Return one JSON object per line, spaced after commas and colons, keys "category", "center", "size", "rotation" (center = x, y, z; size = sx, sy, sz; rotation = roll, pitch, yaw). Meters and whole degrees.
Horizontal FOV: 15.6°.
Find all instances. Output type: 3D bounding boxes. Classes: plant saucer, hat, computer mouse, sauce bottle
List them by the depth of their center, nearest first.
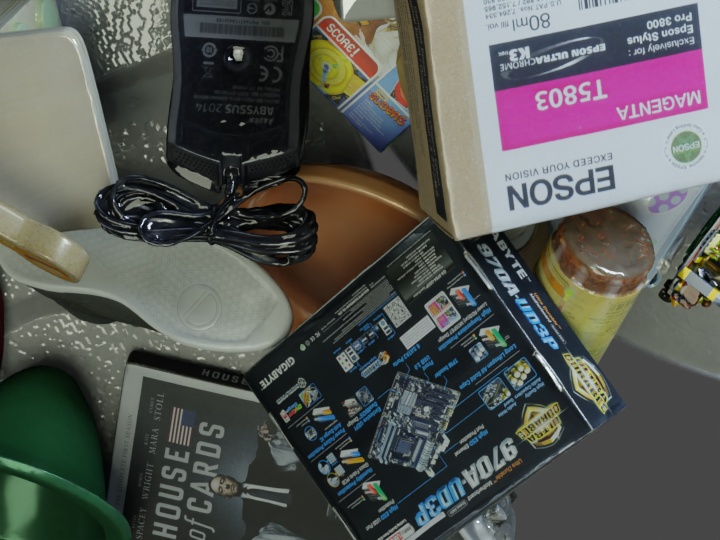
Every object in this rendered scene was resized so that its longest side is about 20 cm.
{"category": "computer mouse", "center": [-0.080, -0.106, 1.587], "size": [0.138, 0.053, 0.201], "rotation": [8, 84, 4]}
{"category": "sauce bottle", "center": [0.117, 0.044, 1.605], "size": [0.066, 0.066, 0.200], "rotation": [23, 134, -1]}
{"category": "plant saucer", "center": [0.000, 0.000, 1.663], "size": [0.199, 0.038, 0.201], "rotation": [16, 143, 12]}
{"category": "hat", "center": [-0.211, 0.080, 1.782], "size": [0.165, 0.177, 0.200], "rotation": [14, 155, 4]}

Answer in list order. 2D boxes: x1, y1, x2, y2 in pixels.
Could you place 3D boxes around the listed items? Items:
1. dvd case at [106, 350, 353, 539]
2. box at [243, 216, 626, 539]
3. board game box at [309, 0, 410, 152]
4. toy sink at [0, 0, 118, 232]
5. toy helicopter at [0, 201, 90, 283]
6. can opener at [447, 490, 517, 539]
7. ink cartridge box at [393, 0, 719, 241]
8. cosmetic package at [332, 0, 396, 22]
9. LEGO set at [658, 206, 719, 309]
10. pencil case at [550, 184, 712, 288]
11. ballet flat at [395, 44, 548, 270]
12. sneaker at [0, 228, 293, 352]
{"category": "dvd case", "center": [-0.072, 0.144, 1.784], "size": [0.199, 0.025, 0.151], "rotation": [12, 115, 3]}
{"category": "box", "center": [0.040, 0.073, 1.583], "size": [0.200, 0.046, 0.159], "rotation": [-41, 81, 36]}
{"category": "board game box", "center": [-0.007, -0.188, 1.616], "size": [0.135, 0.034, 0.200], "rotation": [-39, 103, 23]}
{"category": "toy sink", "center": [-0.239, -0.100, 1.654], "size": [0.199, 0.112, 0.131], "rotation": [-5, 113, 17]}
{"category": "toy helicopter", "center": [-0.253, -0.047, 1.566], "size": [0.199, 0.132, 0.079], "rotation": [31, 76, -9]}
{"category": "can opener", "center": [0.040, 0.123, 1.716], "size": [0.067, 0.053, 0.200], "rotation": [-10, 130, 37]}
{"category": "ink cartridge box", "center": [0.126, -0.120, 1.476], "size": [0.199, 0.075, 0.166], "rotation": [-13, 108, -11]}
{"category": "cosmetic package", "center": [0.079, -0.212, 1.536], "size": [0.199, 0.085, 0.108], "rotation": [-5, 106, -4]}
{"category": "LEGO set", "center": [0.284, -0.030, 1.573], "size": [0.116, 0.154, 0.200], "rotation": [37, 103, 3]}
{"category": "pencil case", "center": [0.197, -0.084, 1.598], "size": [0.083, 0.091, 0.200], "rotation": [11, 123, -43]}
{"category": "ballet flat", "center": [0.069, -0.060, 1.621], "size": [0.068, 0.063, 0.200], "rotation": [-23, 124, 6]}
{"category": "sneaker", "center": [-0.126, 0.010, 1.685], "size": [0.199, 0.099, 0.071], "rotation": [15, 84, 16]}
